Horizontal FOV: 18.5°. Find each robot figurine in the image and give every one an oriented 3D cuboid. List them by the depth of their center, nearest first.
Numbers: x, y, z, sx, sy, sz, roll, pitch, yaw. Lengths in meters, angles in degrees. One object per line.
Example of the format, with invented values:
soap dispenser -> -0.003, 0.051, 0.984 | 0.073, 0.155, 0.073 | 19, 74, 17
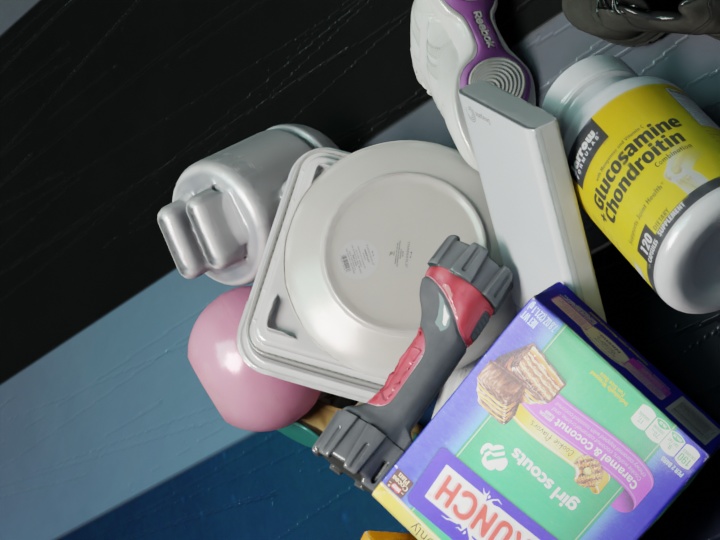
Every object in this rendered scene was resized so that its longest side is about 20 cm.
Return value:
robot figurine -> -0.083, -0.059, 1.917 | 0.169, 0.200, 0.114 | -12, 102, 44

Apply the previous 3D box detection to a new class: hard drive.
hard drive -> 0.132, -0.033, 1.650 | 0.132, 0.027, 0.201 | 38, 147, 62

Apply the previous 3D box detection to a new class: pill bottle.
pill bottle -> 0.212, -0.068, 1.585 | 0.200, 0.112, 0.112 | 53, 124, 43

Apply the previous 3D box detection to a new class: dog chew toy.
dog chew toy -> -0.044, 0.049, 1.864 | 0.199, 0.125, 0.125 | -31, 49, -3

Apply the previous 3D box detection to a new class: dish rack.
dish rack -> 0.000, 0.000, 1.791 | 0.044, 0.171, 0.201 | 75, -149, -72

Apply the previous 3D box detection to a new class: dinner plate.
dinner plate -> 0.036, -0.012, 1.758 | 0.024, 0.199, 0.201 | 74, -171, -72

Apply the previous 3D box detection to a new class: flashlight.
flashlight -> 0.038, 0.069, 1.683 | 0.200, 0.068, 0.068 | -53, 19, -13

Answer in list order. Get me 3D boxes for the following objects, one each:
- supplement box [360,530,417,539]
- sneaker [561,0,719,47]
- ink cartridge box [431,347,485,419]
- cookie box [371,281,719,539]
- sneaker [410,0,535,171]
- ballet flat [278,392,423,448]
supplement box -> 0.019, 0.329, 1.793 | 0.126, 0.073, 0.201 | 48, 121, 46
sneaker -> 0.211, -0.208, 1.632 | 0.200, 0.090, 0.076 | 4, 89, 54
ink cartridge box -> 0.123, 0.158, 1.721 | 0.200, 0.057, 0.163 | 35, 111, 59
cookie box -> 0.135, 0.141, 1.591 | 0.171, 0.075, 0.200 | 42, 110, 12
sneaker -> 0.088, -0.161, 1.817 | 0.100, 0.074, 0.201 | 125, 139, -57
ballet flat -> -0.013, 0.132, 1.898 | 0.200, 0.069, 0.063 | 22, 73, 50
